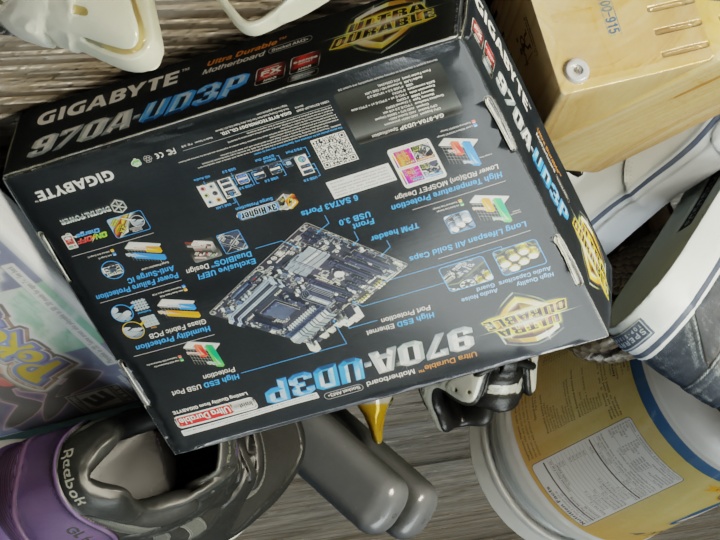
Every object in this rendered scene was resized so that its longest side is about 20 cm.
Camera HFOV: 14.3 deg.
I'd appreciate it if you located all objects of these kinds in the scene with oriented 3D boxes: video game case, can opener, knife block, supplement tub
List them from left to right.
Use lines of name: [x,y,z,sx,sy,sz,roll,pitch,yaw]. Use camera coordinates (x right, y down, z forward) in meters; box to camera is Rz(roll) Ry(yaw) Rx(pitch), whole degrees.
video game case: [-0.200,0.023,1.196,0.182,0.023,0.200,-15,148,19]
can opener: [-0.051,0.078,1.411,0.053,0.200,0.067,17,109,-55]
knife block: [0.103,-0.082,1.210,0.199,0.064,0.176,-14,166,-11]
supplement tub: [0.174,0.084,1.747,0.144,0.145,0.200,-4,162,-39]

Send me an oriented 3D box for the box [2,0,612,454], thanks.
box: [-0.019,-0.018,1.143,0.199,0.046,0.159,-17,126,19]

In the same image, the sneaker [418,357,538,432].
sneaker: [0.079,0.028,1.553,0.075,0.088,0.200,-10,163,-18]

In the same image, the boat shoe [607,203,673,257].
boat shoe: [0.130,-0.006,1.442,0.070,0.071,0.200,-22,-176,8]

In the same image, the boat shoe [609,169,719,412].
boat shoe: [0.191,-0.019,1.265,0.200,0.091,0.071,-54,-170,-24]

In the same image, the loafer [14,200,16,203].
loafer: [-0.129,-0.013,1.238,0.200,0.068,0.070,-18,132,30]

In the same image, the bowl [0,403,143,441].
bowl: [-0.166,0.083,1.366,0.200,0.105,0.201,7,-171,-1]

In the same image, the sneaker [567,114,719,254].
sneaker: [0.121,-0.072,1.261,0.071,0.073,0.200,26,133,-19]

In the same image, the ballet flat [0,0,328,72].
ballet flat: [-0.061,-0.104,0.940,0.200,0.072,0.072,-17,166,4]

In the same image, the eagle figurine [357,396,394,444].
eagle figurine: [-0.001,0.007,1.365,0.151,0.151,0.200,23,-159,-5]

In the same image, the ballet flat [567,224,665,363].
ballet flat: [0.179,-0.017,1.317,0.200,0.068,0.046,-30,-170,-1]

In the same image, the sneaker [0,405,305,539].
sneaker: [-0.075,0.089,1.274,0.087,0.076,0.200,-21,175,38]
